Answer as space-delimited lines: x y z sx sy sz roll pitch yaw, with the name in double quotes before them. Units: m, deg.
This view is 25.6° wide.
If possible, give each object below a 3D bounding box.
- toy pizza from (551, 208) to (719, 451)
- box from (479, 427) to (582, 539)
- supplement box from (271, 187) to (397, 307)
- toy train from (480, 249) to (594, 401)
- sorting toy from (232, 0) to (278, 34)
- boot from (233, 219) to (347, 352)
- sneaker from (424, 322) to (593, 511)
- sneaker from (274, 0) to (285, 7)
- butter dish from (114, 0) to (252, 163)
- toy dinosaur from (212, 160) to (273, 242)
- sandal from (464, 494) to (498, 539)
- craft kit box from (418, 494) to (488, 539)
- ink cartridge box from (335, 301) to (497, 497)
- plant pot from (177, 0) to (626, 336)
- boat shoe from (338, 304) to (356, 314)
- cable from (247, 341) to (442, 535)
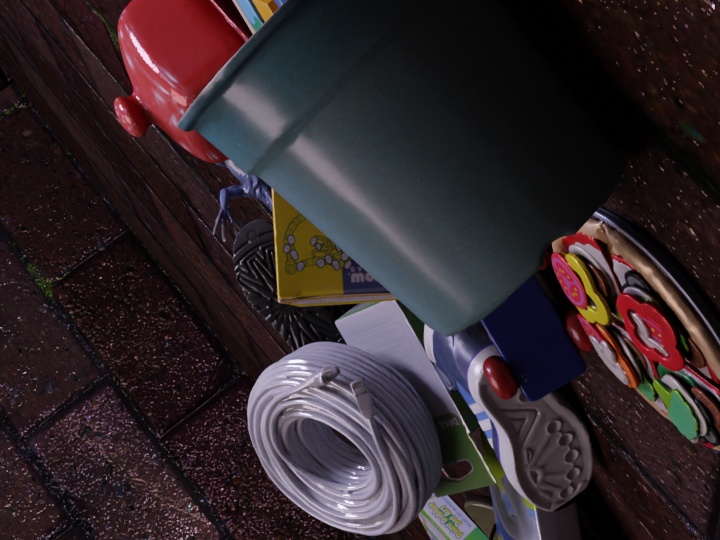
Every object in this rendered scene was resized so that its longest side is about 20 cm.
"toy pizza" 0.183 0.044 1.029 0.200 0.032 0.200 51 169 14
"box" 0.168 0.245 1.498 0.122 0.047 0.201 -159 58 -71
"supplement box" -0.006 -0.031 1.214 0.200 0.108 0.110 57 -151 -88
"toy train" 0.091 -0.009 1.169 0.201 0.084 0.116 59 -176 -11
"sorting toy" -0.047 -0.176 1.322 0.186 0.036 0.200 59 168 -21
"boot" -0.060 0.020 1.616 0.183 0.072 0.200 63 -169 -7
"sneaker" 0.123 0.102 1.378 0.200 0.080 0.147 58 177 -36
"sneaker" -0.044 -0.215 1.079 0.089 0.078 0.201 37 161 49
"butter dish" -0.169 -0.183 1.518 0.200 0.148 0.200 49 169 23
"toy dinosaur" -0.112 -0.125 1.759 0.181 0.105 0.201 45 -149 -25
"sandal" 0.166 0.313 1.599 0.080 0.057 0.202 -14 108 54
"craft kit box" 0.155 0.406 2.247 0.200 0.048 0.198 44 168 43
"ink cartridge box" 0.069 0.109 1.500 0.104 0.059 0.201 -24 97 53
"plant pot" 0.033 -0.081 0.903 0.196 0.200 0.200 47 170 -4
"boat shoe" 0.000 0.000 1.572 0.201 0.072 0.063 56 174 12
"cable" -0.017 0.161 1.507 0.199 0.069 0.201 -8 119 43
